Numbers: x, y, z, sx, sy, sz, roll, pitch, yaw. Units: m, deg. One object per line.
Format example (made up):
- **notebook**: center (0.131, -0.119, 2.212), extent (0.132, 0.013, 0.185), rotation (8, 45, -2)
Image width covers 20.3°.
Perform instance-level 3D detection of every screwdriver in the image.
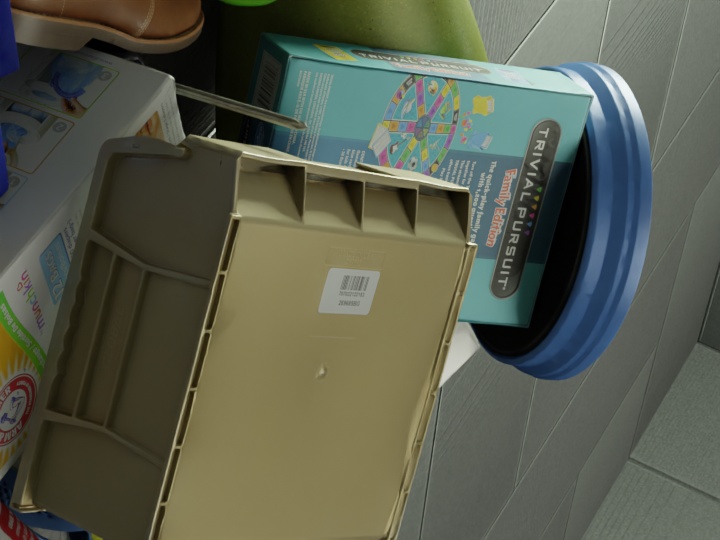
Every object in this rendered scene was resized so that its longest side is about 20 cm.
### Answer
- **screwdriver**: center (-0.095, -0.089, 1.015), extent (0.029, 0.200, 0.028), rotation (-50, 133, -13)

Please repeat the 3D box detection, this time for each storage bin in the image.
- **storage bin**: center (-0.051, 0.037, 1.006), extent (0.199, 0.093, 0.200), rotation (6, 102, -52)

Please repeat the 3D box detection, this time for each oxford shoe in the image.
- **oxford shoe**: center (-0.131, -0.152, 1.023), extent (0.200, 0.071, 0.072), rotation (-12, 120, -68)

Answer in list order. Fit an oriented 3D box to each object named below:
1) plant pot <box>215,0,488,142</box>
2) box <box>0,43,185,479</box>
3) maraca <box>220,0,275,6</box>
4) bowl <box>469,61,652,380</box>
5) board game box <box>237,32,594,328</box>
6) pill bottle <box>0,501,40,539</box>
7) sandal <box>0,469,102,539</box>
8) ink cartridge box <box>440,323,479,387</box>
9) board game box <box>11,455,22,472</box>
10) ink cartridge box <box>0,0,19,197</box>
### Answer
- **plant pot**: center (-0.010, -0.160, 1.226), extent (0.187, 0.186, 0.201), rotation (-50, 145, -41)
- **box**: center (-0.178, -0.008, 0.992), extent (0.200, 0.101, 0.113), rotation (-54, 153, -34)
- **maraca**: center (-0.072, -0.224, 1.049), extent (0.200, 0.107, 0.138), rotation (46, 64, -48)
- **bowl**: center (0.116, -0.033, 1.262), extent (0.200, 0.039, 0.202), rotation (-173, -90, -69)
- **board game box**: center (0.023, -0.049, 1.172), extent (0.199, 0.047, 0.152), rotation (5, 111, -27)
- **pill bottle**: center (-0.199, 0.183, 1.028), extent (0.112, 0.200, 0.112), rotation (-37, -161, 15)
- **sandal**: center (-0.193, 0.137, 1.219), extent (0.087, 0.080, 0.201), rotation (-18, 132, -11)
- **ink cartridge box**: center (-0.037, 0.082, 1.405), extent (0.200, 0.146, 0.085), rotation (-44, 113, -28)
- **board game box**: center (-0.132, 0.025, 1.101), extent (0.040, 0.153, 0.201), rotation (34, 81, -54)
- **ink cartridge box**: center (-0.224, -0.051, 0.865), extent (0.200, 0.076, 0.137), rotation (-56, 160, -35)
